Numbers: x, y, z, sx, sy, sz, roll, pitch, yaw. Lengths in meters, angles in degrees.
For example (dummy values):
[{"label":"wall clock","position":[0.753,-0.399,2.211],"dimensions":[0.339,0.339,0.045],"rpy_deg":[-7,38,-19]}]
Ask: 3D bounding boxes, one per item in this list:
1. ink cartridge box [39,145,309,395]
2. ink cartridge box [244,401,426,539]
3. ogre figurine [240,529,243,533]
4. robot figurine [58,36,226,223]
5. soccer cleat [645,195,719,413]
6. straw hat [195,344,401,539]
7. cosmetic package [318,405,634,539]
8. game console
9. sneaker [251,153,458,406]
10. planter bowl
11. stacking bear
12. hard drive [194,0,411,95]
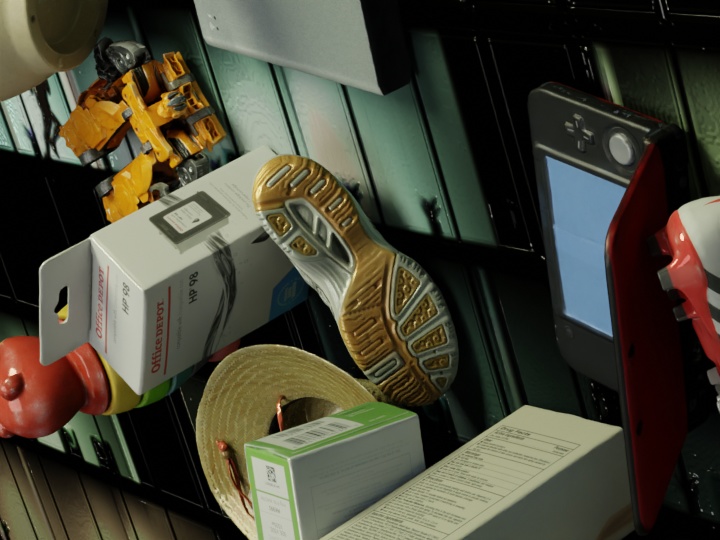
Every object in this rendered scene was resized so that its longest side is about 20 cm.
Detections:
[{"label":"ink cartridge box","position":[-0.128,0.008,1.614],"dimensions":[0.067,0.200,0.116],"rpy_deg":[42,146,28]},{"label":"ink cartridge box","position":[-0.005,0.197,1.481],"dimensions":[0.059,0.104,0.201],"rpy_deg":[8,111,55]},{"label":"ogre figurine","position":[-0.039,0.184,1.741],"dimensions":[0.120,0.098,0.200],"rpy_deg":[56,-176,-17]},{"label":"robot figurine","position":[-0.164,-0.102,1.722],"dimensions":[0.145,0.058,0.200],"rpy_deg":[60,152,1]},{"label":"soccer cleat","position":[0.223,0.036,1.227],"dimensions":[0.069,0.085,0.200],"rpy_deg":[-97,-19,-54]},{"label":"straw hat","position":[-0.017,0.117,1.609],"dimensions":[0.201,0.085,0.202],"rpy_deg":[19,127,28]},{"label":"cosmetic package","position":[0.074,0.167,1.434],"dimensions":[0.105,0.200,0.071],"rpy_deg":[11,125,55]},{"label":"game console","position":[0.131,0.018,1.299],"dimensions":[0.172,0.118,0.201],"rpy_deg":[26,135,45]},{"label":"sneaker","position":[0.000,0.000,1.557],"dimensions":[0.200,0.076,0.088],"rpy_deg":[57,-179,-9]},{"label":"planter bowl","position":[-0.270,-0.211,1.686],"dimensions":[0.134,0.200,0.201],"rpy_deg":[9,127,23]},{"label":"stacking bear","position":[-0.203,0.062,1.779],"dimensions":[0.114,0.200,0.122],"rpy_deg":[51,149,18]},{"label":"hard drive","position":[-0.049,-0.199,1.482],"dimensions":[0.200,0.033,0.140],"rpy_deg":[21,132,49]}]
